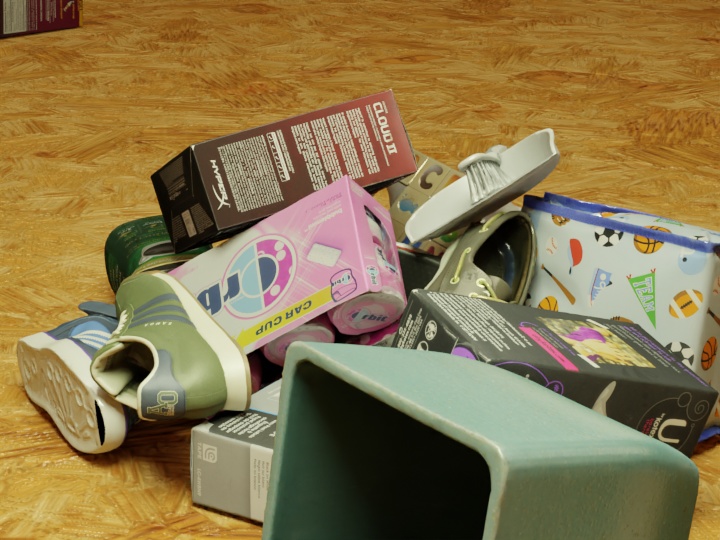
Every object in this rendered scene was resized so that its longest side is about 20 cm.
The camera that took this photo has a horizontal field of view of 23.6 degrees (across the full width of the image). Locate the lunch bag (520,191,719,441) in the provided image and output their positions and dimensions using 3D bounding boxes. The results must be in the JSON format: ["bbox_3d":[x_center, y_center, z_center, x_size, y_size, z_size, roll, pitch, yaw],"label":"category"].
[{"bbox_3d":[0.202,0.035,1.374,0.200,0.170,0.124,13,8,35],"label":"lunch bag"}]

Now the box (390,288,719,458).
[{"bbox_3d":[0.119,0.098,1.164,0.200,0.122,0.106,10,20,-31],"label":"box"}]

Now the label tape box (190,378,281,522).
[{"bbox_3d":[0.001,0.137,1.225,0.200,0.066,0.143,10,20,30],"label":"label tape box"}]

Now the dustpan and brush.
[{"bbox_3d":[0.108,-0.081,1.429,0.140,0.057,0.200,-32,-7,15],"label":"dustpan and brush"}]

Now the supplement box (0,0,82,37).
[{"bbox_3d":[-0.602,-0.471,3.059,0.110,0.086,0.200,16,22,37],"label":"supplement box"}]

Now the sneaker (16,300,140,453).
[{"bbox_3d":[-0.177,0.078,1.369,0.146,0.081,0.200,-12,16,-26],"label":"sneaker"}]

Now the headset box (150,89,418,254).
[{"bbox_3d":[-0.057,-0.083,1.438,0.200,0.077,0.149,-19,0,-20],"label":"headset box"}]

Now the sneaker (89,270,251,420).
[{"bbox_3d":[-0.160,0.055,1.267,0.090,0.067,0.200,-12,26,-27],"label":"sneaker"}]

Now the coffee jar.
[{"bbox_3d":[-0.170,0.014,1.561,0.104,0.085,0.200,-10,19,-11],"label":"coffee jar"}]

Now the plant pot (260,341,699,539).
[{"bbox_3d":[0.080,0.153,0.989,0.200,0.196,0.196,-3,16,-37],"label":"plant pot"}]

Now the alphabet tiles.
[{"bbox_3d":[0.032,-0.024,1.520,0.200,0.167,0.008,31,-8,48],"label":"alphabet tiles"}]

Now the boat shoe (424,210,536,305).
[{"bbox_3d":[0.089,0.021,1.310,0.060,0.072,0.202,-38,16,34],"label":"boat shoe"}]

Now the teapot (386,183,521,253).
[{"bbox_3d":[0.100,-0.011,1.564,0.200,0.146,0.197,5,18,9],"label":"teapot"}]

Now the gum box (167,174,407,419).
[{"bbox_3d":[-0.058,0.022,1.344,0.200,0.066,0.114,-28,50,21],"label":"gum box"}]

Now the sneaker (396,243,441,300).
[{"bbox_3d":[-0.001,-0.001,1.454,0.201,0.067,0.108,1,14,17],"label":"sneaker"}]

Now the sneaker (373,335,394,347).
[{"bbox_3d":[0.028,0.094,1.362,0.108,0.067,0.201,-8,16,-25],"label":"sneaker"}]
